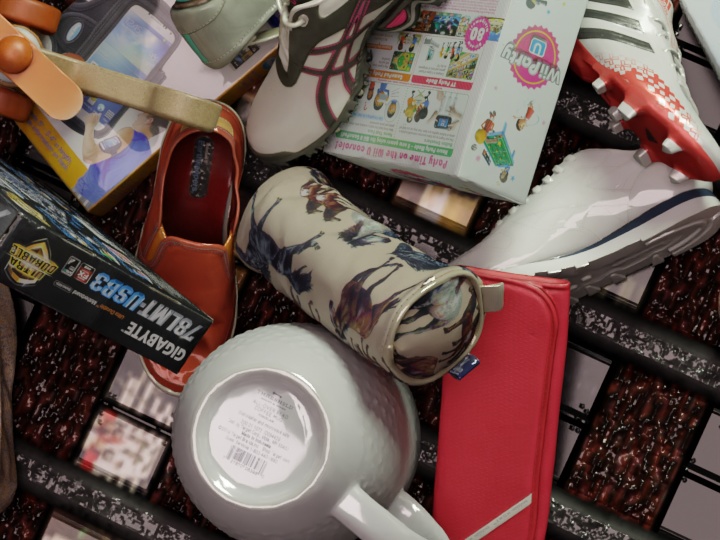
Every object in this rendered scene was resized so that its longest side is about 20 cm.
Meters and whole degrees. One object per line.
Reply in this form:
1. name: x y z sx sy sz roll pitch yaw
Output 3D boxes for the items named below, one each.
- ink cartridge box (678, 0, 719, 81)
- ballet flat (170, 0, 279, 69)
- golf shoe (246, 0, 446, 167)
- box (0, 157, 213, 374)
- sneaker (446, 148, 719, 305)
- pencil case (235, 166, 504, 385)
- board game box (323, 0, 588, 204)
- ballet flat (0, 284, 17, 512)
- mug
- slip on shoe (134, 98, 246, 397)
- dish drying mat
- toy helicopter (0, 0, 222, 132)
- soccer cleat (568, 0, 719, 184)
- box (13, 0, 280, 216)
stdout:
1. ink cartridge box: 0.321 -0.155 1.482 0.200 0.047 0.160 -28 53 8
2. ballet flat: -0.038 -0.201 1.561 0.200 0.067 0.064 -38 112 -21
3. golf shoe: -0.028 -0.153 1.511 0.200 0.088 0.077 -52 43 27
4. box: -0.216 -0.030 1.488 0.200 0.198 0.050 37 93 37
5. sneaker: 0.133 -0.028 1.535 0.200 0.076 0.081 -22 71 3
6. pencil case: 0.000 0.000 1.496 0.200 0.089 0.078 35 130 48
7. board game box: 0.067 -0.154 1.513 0.147 0.064 0.200 15 87 53
8. ballet flat: -0.265 0.068 1.588 0.068 0.067 0.200 -11 84 8
9. mug: -0.026 0.121 1.489 0.200 0.175 0.148 39 93 10
10. slip on shoe: -0.112 -0.012 1.558 0.074 0.061 0.200 8 101 -4
11. dish drying mat: 0.088 0.097 1.513 0.077 0.018 0.200 8 111 12
12. toy helicopter: -0.183 -0.128 1.509 0.200 0.132 0.079 18 89 18
13. soccer cleat: 0.178 -0.134 1.507 0.085 0.069 0.200 -37 54 -7
14. box: -0.141 -0.146 1.597 0.200 0.041 0.119 -41 81 7
